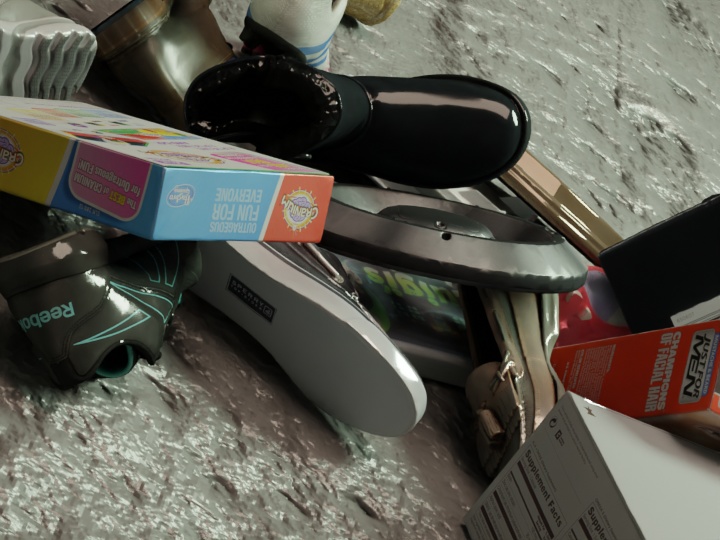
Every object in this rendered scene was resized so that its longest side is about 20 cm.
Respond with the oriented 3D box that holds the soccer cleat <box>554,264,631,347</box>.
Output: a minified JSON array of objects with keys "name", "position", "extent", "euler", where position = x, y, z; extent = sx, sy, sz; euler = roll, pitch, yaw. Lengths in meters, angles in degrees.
[{"name":"soccer cleat","position":[0.143,0.021,1.820],"extent":[0.199,0.067,0.077],"euler":[25,29,-43]}]

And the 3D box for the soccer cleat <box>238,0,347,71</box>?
[{"name":"soccer cleat","position":[-0.038,-0.177,1.849],"extent":[0.070,0.087,0.200],"euler":[35,-1,-1]}]

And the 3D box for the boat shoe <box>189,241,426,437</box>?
[{"name":"boat shoe","position":[-0.032,0.017,1.565],"extent":[0.200,0.072,0.068],"euler":[37,44,15]}]

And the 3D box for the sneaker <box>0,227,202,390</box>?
[{"name":"sneaker","position":[-0.138,0.020,1.445],"extent":[0.200,0.075,0.080],"euler":[-13,82,-69]}]

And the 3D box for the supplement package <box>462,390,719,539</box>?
[{"name":"supplement package","position":[0.186,0.184,1.527],"extent":[0.199,0.111,0.156],"euler":[21,27,-32]}]

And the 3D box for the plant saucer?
[{"name":"plant saucer","position":[0.127,-0.062,1.927],"extent":[0.200,0.030,0.200],"euler":[42,2,-2]}]

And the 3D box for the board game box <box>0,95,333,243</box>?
[{"name":"board game box","position":[-0.139,-0.059,1.487],"extent":[0.199,0.041,0.153],"euler":[18,10,35]}]

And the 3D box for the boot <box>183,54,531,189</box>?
[{"name":"boot","position":[0.000,-0.093,1.683],"extent":[0.199,0.077,0.168],"euler":[6,3,12]}]

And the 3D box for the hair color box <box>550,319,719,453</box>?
[{"name":"hair color box","position":[0.200,0.087,1.641],"extent":[0.110,0.200,0.064],"euler":[25,69,-26]}]

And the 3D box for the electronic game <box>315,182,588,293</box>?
[{"name":"electronic game","position":[0.045,-0.017,1.652],"extent":[0.199,0.042,0.200],"euler":[12,9,-2]}]

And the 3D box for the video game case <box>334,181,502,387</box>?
[{"name":"video game case","position":[0.000,0.000,1.717],"extent":[0.199,0.023,0.182],"euler":[16,31,-41]}]

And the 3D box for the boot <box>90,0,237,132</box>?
[{"name":"boot","position":[-0.122,-0.147,1.787],"extent":[0.097,0.074,0.200],"euler":[55,21,-7]}]

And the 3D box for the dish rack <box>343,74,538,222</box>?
[{"name":"dish rack","position":[0.047,-0.071,1.854],"extent":[0.200,0.044,0.172],"euler":[42,12,13]}]

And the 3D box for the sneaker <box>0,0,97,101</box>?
[{"name":"sneaker","position":[-0.247,-0.137,1.580],"extent":[0.082,0.075,0.200],"euler":[31,12,26]}]

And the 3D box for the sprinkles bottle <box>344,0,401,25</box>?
[{"name":"sprinkles bottle","position":[-0.055,-0.254,2.058],"extent":[0.199,0.068,0.068],"euler":[19,29,-37]}]

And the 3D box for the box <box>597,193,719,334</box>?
[{"name":"box","position":[0.286,0.043,1.841],"extent":[0.196,0.123,0.201],"euler":[-17,83,-61]}]

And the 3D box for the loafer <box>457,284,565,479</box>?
[{"name":"loafer","position":[0.087,0.070,1.646],"extent":[0.063,0.072,0.201],"euler":[20,36,-13]}]
